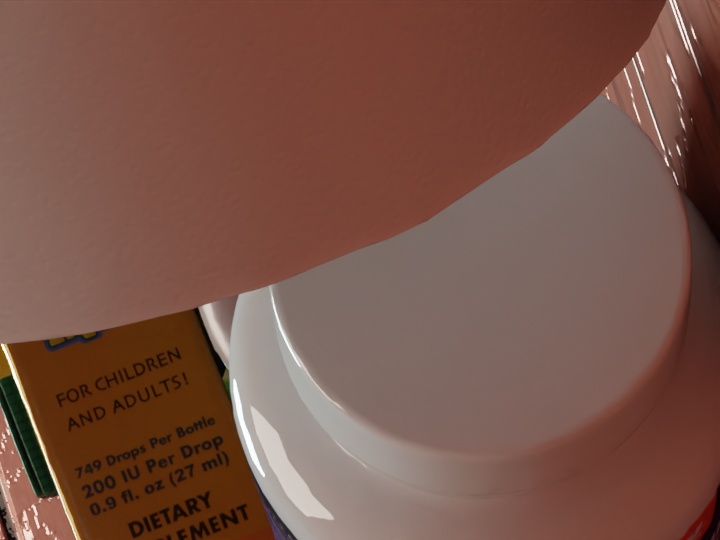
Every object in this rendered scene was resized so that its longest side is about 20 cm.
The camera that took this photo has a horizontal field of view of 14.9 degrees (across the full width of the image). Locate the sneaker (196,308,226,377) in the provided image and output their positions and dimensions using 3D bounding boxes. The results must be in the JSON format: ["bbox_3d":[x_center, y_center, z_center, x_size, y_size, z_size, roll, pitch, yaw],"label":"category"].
[{"bbox_3d":[-0.085,-0.050,1.041,0.070,0.090,0.201,-25,92,48],"label":"sneaker"}]

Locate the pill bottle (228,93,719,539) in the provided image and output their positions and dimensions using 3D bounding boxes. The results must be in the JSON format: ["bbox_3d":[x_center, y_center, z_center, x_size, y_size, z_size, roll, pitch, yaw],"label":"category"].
[{"bbox_3d":[0.029,0.032,0.616,0.200,0.111,0.112,78,173,-69],"label":"pill bottle"}]

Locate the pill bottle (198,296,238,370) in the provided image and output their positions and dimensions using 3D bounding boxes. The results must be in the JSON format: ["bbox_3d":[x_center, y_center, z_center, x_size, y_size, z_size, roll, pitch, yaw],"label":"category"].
[{"bbox_3d":[0.000,0.000,0.949,0.200,0.114,0.115,123,128,-86],"label":"pill bottle"}]

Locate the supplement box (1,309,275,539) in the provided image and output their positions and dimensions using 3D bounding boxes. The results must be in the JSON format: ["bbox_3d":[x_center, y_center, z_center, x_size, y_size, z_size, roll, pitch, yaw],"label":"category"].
[{"bbox_3d":[-0.086,0.021,0.915,0.069,0.066,0.201,117,131,-86],"label":"supplement box"}]

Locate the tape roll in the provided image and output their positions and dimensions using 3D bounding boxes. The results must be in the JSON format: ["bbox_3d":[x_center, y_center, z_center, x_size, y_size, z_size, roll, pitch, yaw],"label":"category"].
[{"bbox_3d":[-0.045,-0.070,0.511,0.203,0.201,0.071,-113,5,-60],"label":"tape roll"}]

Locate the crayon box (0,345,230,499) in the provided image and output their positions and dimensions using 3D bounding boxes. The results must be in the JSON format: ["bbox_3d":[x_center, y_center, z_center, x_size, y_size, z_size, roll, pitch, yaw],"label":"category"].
[{"bbox_3d":[-0.050,0.013,1.124,0.119,0.199,0.059,-115,5,-70],"label":"crayon box"}]
